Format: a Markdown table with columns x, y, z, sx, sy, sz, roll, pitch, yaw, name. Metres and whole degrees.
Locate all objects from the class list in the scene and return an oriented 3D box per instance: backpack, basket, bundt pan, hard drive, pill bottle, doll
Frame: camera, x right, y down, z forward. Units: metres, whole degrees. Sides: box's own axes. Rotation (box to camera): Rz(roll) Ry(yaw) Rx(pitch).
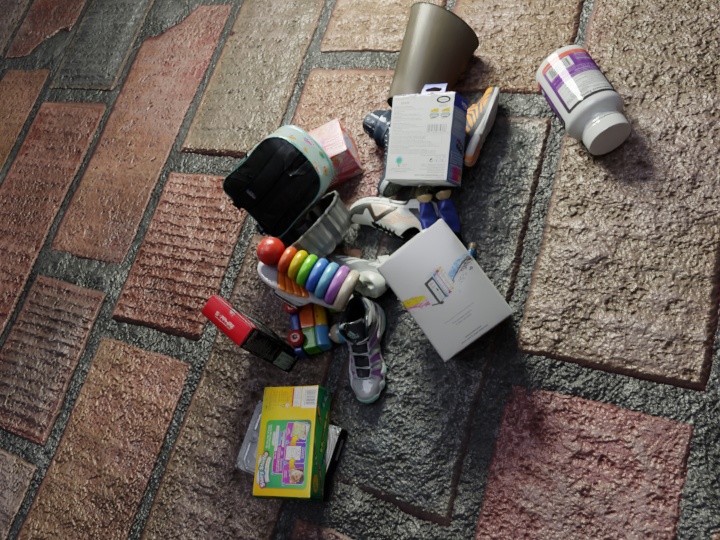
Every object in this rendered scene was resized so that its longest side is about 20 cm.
| x | y | z | sx | sy | sz | roll | pitch | yaw | name |
| --- | --- | --- | --- | --- | --- | --- | --- | --- | --- |
| -0.152 | -0.190 | 1.261 | 0.176 | 0.153 | 0.200 | 46 | 129 | -4 | backpack |
| 0.144 | -0.435 | 1.333 | 0.136 | 0.180 | 0.201 | 16 | 81 | 55 | basket |
| -0.097 | -0.070 | 1.291 | 0.202 | 0.076 | 0.202 | -40 | 18 | 16 | bundt pan |
| -0.136 | 0.345 | 1.198 | 0.199 | 0.038 | 0.140 | 12 | 74 | 29 | hard drive |
| 0.426 | -0.322 | 1.180 | 0.111 | 0.111 | 0.201 | -27 | 61 | 12 | pill bottle |
| 0.158 | -0.049 | 1.202 | 0.136 | 0.048 | 0.201 | -12 | 82 | -7 | doll |

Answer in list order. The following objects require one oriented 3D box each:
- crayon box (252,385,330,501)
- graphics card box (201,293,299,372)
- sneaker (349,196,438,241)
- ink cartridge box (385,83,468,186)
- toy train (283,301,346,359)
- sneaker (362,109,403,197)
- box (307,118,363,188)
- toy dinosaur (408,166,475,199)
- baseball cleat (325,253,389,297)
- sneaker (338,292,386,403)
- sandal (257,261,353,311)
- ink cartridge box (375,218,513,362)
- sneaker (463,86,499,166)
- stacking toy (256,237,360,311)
| x | y | z | sx | sy | sz | roll | pitch | yaw | name |
| --- | --- | --- | --- | --- | --- | --- | --- | --- | --- |
| -0.126 | 0.318 | 1.148 | 0.118 | 0.058 | 0.201 | -6 | 66 | 22 | crayon box |
| -0.213 | 0.127 | 1.229 | 0.125 | 0.200 | 0.051 | 34 | 84 | 30 | graphics card box |
| 0.063 | -0.103 | 1.276 | 0.199 | 0.074 | 0.081 | 3 | 72 | 26 | sneaker |
| 0.131 | -0.269 | 1.210 | 0.136 | 0.076 | 0.201 | 6 | 92 | 30 | ink cartridge box |
| -0.092 | 0.072 | 1.273 | 0.115 | 0.085 | 0.201 | -14 | 63 | 7 | toy train |
| 0.051 | -0.259 | 1.336 | 0.146 | 0.077 | 0.203 | 25 | 71 | 19 | sneaker |
| -0.109 | -0.240 | 1.395 | 0.199 | 0.103 | 0.095 | -24 | 61 | 15 | box |
| 0.181 | -0.199 | 1.281 | 0.200 | 0.047 | 0.088 | -47 | 51 | -4 | toy dinosaur |
| 0.000 | 0.000 | 1.274 | 0.106 | 0.070 | 0.200 | -31 | 38 | -29 | baseball cleat |
| -0.006 | 0.139 | 1.164 | 0.077 | 0.140 | 0.201 | -10 | 64 | 20 | sneaker |
| -0.112 | 0.046 | 1.219 | 0.059 | 0.206 | 0.079 | -57 | 15 | 39 | sandal |
| 0.150 | 0.034 | 1.097 | 0.144 | 0.147 | 0.200 | -37 | 81 | 8 | ink cartridge box |
| 0.210 | -0.309 | 1.271 | 0.111 | 0.078 | 0.201 | 20 | 63 | 18 | sneaker |
| -0.104 | -0.004 | 1.174 | 0.199 | 0.085 | 0.086 | 29 | 81 | 3 | stacking toy |
